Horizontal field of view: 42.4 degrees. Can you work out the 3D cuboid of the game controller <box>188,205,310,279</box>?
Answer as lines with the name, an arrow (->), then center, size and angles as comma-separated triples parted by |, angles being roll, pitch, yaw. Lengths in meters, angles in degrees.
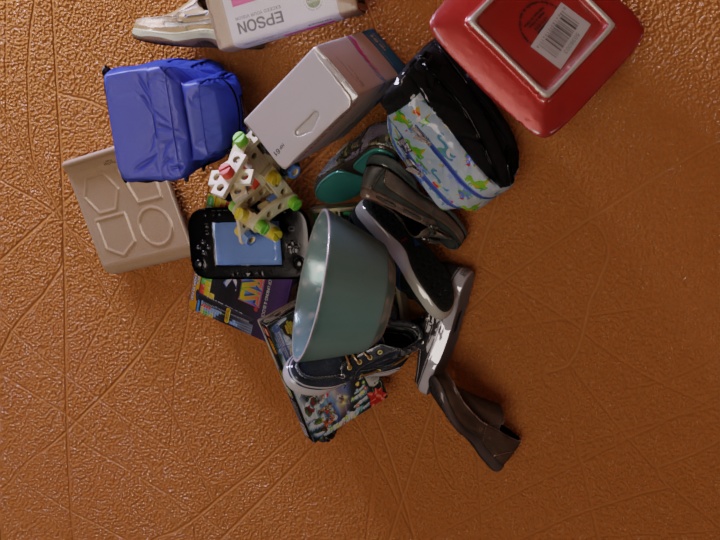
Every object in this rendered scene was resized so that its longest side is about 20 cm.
game controller -> -0.161, -0.040, 1.349 | 0.197, 0.042, 0.106 | 0, 108, 21

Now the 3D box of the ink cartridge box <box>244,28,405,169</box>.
ink cartridge box -> -0.040, -0.225, 1.200 | 0.144, 0.200, 0.085 | -40, 93, 29

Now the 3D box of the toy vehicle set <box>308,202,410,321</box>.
toy vehicle set -> 0.000, 0.000, 1.369 | 0.122, 0.027, 0.203 | -3, 108, 23

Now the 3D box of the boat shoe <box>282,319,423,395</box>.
boat shoe -> -0.009, 0.112, 1.288 | 0.091, 0.198, 0.072 | -51, 56, 49

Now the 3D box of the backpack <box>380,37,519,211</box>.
backpack -> 0.119, -0.175, 1.191 | 0.199, 0.164, 0.154 | 39, 128, -4

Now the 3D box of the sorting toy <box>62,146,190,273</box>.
sorting toy -> -0.365, -0.101, 1.481 | 0.183, 0.037, 0.202 | -11, 109, 26

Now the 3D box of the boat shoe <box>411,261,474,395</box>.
boat shoe -> 0.104, 0.080, 1.336 | 0.066, 0.070, 0.203 | 24, 117, 21

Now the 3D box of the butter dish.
butter dish -> 0.199, -0.270, 1.125 | 0.199, 0.148, 0.200 | 44, 78, 2

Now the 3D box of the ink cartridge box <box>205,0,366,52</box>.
ink cartridge box -> -0.107, -0.392, 1.207 | 0.197, 0.075, 0.167 | -13, 99, 11

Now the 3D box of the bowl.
bowl -> -0.019, 0.028, 1.215 | 0.103, 0.202, 0.203 | 10, 117, -12

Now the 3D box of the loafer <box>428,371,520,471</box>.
loafer -> 0.166, 0.205, 1.339 | 0.071, 0.073, 0.200 | -39, 124, 2

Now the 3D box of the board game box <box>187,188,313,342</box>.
board game box -> -0.168, -0.007, 1.420 | 0.163, 0.057, 0.203 | 22, 116, 15

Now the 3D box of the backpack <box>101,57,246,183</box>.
backpack -> -0.241, -0.209, 1.292 | 0.165, 0.200, 0.165 | 3, 106, 11

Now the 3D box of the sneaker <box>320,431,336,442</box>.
sneaker -> -0.075, 0.174, 1.449 | 0.090, 0.066, 0.203 | 16, 125, 34

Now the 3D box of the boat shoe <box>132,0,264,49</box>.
boat shoe -> -0.227, -0.354, 1.310 | 0.197, 0.072, 0.077 | 4, 103, 10

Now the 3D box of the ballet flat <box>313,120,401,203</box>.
ballet flat -> 0.000, -0.153, 1.283 | 0.072, 0.072, 0.200 | 55, 146, -5

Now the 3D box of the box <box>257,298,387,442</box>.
box -> -0.052, 0.130, 1.353 | 0.040, 0.136, 0.202 | 21, 136, 59

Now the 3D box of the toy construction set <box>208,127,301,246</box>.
toy construction set -> -0.143, -0.116, 1.235 | 0.092, 0.200, 0.131 | 41, 83, 19

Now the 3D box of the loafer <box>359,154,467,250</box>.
loafer -> 0.066, -0.075, 1.239 | 0.071, 0.064, 0.199 | 6, 154, 48

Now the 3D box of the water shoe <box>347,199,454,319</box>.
water shoe -> 0.054, -0.008, 1.289 | 0.201, 0.071, 0.079 | 55, 132, 13
